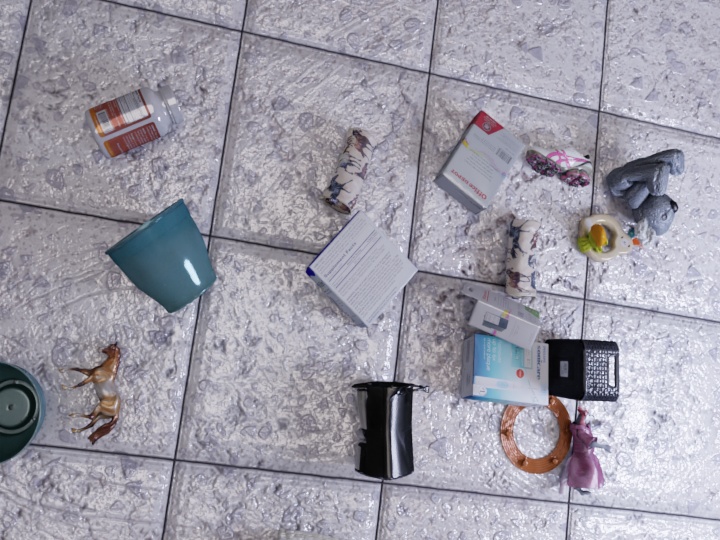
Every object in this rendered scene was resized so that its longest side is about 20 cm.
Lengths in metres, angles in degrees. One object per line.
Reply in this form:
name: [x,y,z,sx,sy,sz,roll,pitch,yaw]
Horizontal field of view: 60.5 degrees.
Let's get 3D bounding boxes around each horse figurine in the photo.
horse figurine: [-0.574,0.271,1.348,0.129,0.050,0.206,-12,78,-29]

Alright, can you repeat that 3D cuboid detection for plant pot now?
plant pot: [-0.417,-0.022,1.352,0.198,0.199,0.190,-37,106,-12]
plant pot: [-0.743,0.289,1.278,0.194,0.134,0.207,1,83,-10]

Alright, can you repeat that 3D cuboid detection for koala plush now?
koala plush: [0.748,-0.181,1.603,0.176,0.181,0.205,-34,106,-38]

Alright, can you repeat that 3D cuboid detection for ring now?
ring: [0.443,0.404,1.545,0.194,0.019,0.207,1,83,-10]

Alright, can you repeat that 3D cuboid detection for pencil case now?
pencil case: [-0.027,-0.244,1.496,0.088,0.077,0.205,24,80,-22]
pencil case: [0.408,-0.032,1.547,0.088,0.077,0.207,12,81,-38]

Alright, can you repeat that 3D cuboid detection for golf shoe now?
golf shoe: [0.514,-0.289,1.609,0.195,0.072,0.095,18,75,-18]

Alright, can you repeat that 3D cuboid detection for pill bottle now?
pill bottle: [-0.508,-0.343,1.401,0.196,0.112,0.115,-26,89,-12]

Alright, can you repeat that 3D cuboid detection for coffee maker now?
coffee maker: [0.063,0.360,1.392,0.131,0.191,0.207,0,85,-26]

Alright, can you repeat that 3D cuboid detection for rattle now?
rattle: [0.669,-0.093,1.583,0.194,0.144,0.134,10,64,-3]

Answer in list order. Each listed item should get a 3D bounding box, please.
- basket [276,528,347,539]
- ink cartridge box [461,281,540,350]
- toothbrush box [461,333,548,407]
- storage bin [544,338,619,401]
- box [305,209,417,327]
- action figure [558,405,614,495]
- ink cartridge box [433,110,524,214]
basket: [-0.105,0.664,1.362,0.194,0.123,0.140,13,82,-8]
ink cartridge box: [0.327,0.106,1.487,0.195,0.117,0.069,24,109,9]
toothbrush box: [0.351,0.246,1.503,0.194,0.085,0.151,10,74,-10]
storage bin: [0.525,0.237,1.484,0.091,0.200,0.140,4,83,-9]
box: [0.000,0.000,1.461,0.200,0.105,0.184,44,79,-4]
action figure: [0.550,0.438,1.534,0.144,0.134,0.207,-9,86,16]
ink cartridge box: [0.296,-0.270,1.556,0.144,0.083,0.202,35,79,-5]
